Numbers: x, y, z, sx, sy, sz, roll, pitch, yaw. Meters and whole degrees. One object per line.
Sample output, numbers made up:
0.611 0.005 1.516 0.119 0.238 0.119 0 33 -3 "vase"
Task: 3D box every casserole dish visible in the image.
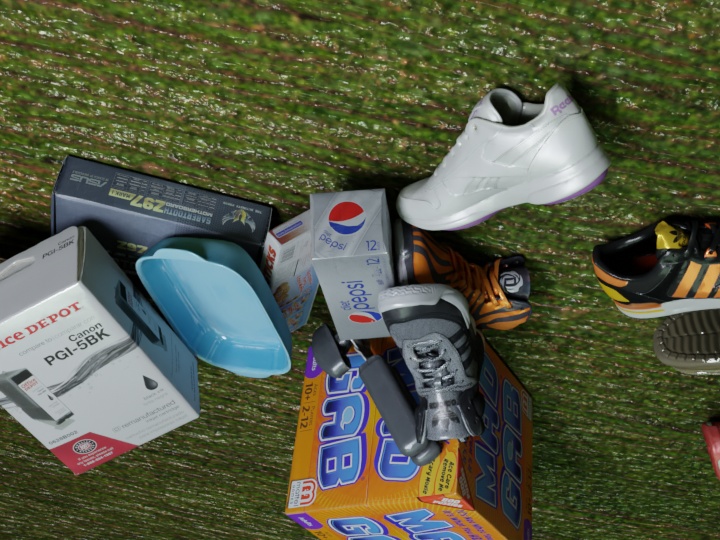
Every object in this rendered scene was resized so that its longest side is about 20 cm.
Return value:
-0.129 0.031 0.943 0.120 0.039 0.201 4 144 22 "casserole dish"

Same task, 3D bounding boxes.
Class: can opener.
0.009 0.122 1.021 0.067 0.201 0.053 -37 138 7 "can opener"

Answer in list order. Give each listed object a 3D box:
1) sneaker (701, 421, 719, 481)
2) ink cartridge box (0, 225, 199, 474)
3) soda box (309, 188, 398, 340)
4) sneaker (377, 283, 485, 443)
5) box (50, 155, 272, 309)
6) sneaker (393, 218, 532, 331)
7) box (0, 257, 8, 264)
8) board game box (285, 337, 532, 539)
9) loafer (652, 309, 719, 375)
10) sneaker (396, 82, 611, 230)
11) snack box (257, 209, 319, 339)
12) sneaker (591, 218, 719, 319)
0.477 0.207 1.168 0.115 0.079 0.199 -25 147 26 "sneaker"
-0.260 0.079 0.927 0.145 0.083 0.201 -26 129 8 "ink cartridge box"
0.000 0.000 0.919 0.067 0.064 0.200 -5 156 5 "soda box"
0.070 0.090 0.899 0.075 0.115 0.200 -10 155 19 "sneaker"
-0.195 -0.022 0.974 0.197 0.052 0.158 14 144 -8 "box"
0.100 0.002 0.941 0.111 0.079 0.200 -9 155 15 "sneaker"
-0.338 0.021 1.015 0.162 0.022 0.199 19 166 -27 "box"
0.062 0.201 1.109 0.198 0.202 0.200 -13 141 27 "board game box"
0.385 0.068 0.968 0.198 0.077 0.068 -10 139 22 "loafer"
0.103 -0.094 0.817 0.199 0.075 0.100 -15 110 41 "sneaker"
-0.070 0.012 0.984 0.024 0.072 0.201 48 149 18 "snack box"
0.297 -0.013 0.874 0.198 0.071 0.090 -17 142 34 "sneaker"
